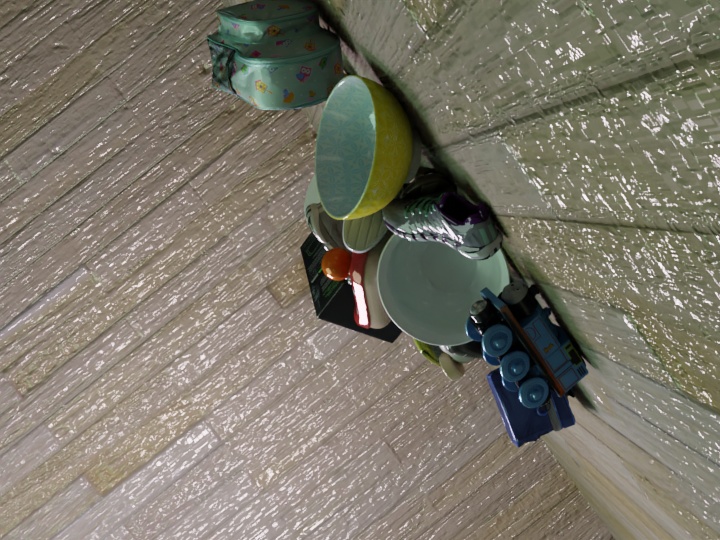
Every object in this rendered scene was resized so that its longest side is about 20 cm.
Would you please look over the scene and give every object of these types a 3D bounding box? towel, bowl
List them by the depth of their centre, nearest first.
[{"bbox_3d":[0.022,-0.169,1.528,0.106,0.203,0.200,3,-153,-26],"label":"bowl"},{"bbox_3d":[0.128,0.002,1.614,0.202,0.200,0.090,53,-160,-8],"label":"bowl"},{"bbox_3d":[0.106,0.073,1.882,0.143,0.023,0.202,33,-148,-53],"label":"towel"}]

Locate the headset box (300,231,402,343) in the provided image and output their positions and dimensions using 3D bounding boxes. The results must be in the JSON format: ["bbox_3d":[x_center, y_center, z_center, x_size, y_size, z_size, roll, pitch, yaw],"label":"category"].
[{"bbox_3d":[-0.001,0.020,1.953,0.172,0.093,0.202,20,-146,-31],"label":"headset box"}]

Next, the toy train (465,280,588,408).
[{"bbox_3d":[0.231,0.101,1.521,0.201,0.114,0.087,53,176,-26],"label":"toy train"}]

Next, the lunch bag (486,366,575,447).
[{"bbox_3d":[0.308,0.222,1.911,0.200,0.131,0.138,47,-159,-86],"label":"lunch bag"}]

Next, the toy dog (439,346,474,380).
[{"bbox_3d":[0.138,0.078,1.759,0.097,0.130,0.202,-94,-15,-59],"label":"toy dog"}]

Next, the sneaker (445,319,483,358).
[{"bbox_3d":[0.223,0.108,1.673,0.197,0.068,0.090,3,-170,-34],"label":"sneaker"}]

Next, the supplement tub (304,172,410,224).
[{"bbox_3d":[0.015,-0.104,1.897,0.198,0.146,0.145,18,-159,-34],"label":"supplement tub"}]

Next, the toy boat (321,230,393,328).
[{"bbox_3d":[0.000,0.000,1.713,0.129,0.132,0.201,14,145,18],"label":"toy boat"}]

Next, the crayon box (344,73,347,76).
[{"bbox_3d":[0.001,-0.257,1.816,0.201,0.051,0.127,53,180,-24],"label":"crayon box"}]

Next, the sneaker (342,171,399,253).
[{"bbox_3d":[0.029,-0.117,1.628,0.072,0.203,0.071,23,171,4],"label":"sneaker"}]

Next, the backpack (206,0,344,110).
[{"bbox_3d":[-0.119,-0.320,1.602,0.200,0.174,0.155,43,142,44],"label":"backpack"}]

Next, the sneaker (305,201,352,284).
[{"bbox_3d":[0.003,-0.053,1.786,0.201,0.114,0.076,52,-165,-39],"label":"sneaker"}]

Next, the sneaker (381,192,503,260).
[{"bbox_3d":[0.105,-0.084,1.480,0.198,0.075,0.088,18,145,36],"label":"sneaker"}]

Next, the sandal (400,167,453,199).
[{"bbox_3d":[0.099,-0.125,1.619,0.200,0.080,0.055,16,-122,-80],"label":"sandal"}]
